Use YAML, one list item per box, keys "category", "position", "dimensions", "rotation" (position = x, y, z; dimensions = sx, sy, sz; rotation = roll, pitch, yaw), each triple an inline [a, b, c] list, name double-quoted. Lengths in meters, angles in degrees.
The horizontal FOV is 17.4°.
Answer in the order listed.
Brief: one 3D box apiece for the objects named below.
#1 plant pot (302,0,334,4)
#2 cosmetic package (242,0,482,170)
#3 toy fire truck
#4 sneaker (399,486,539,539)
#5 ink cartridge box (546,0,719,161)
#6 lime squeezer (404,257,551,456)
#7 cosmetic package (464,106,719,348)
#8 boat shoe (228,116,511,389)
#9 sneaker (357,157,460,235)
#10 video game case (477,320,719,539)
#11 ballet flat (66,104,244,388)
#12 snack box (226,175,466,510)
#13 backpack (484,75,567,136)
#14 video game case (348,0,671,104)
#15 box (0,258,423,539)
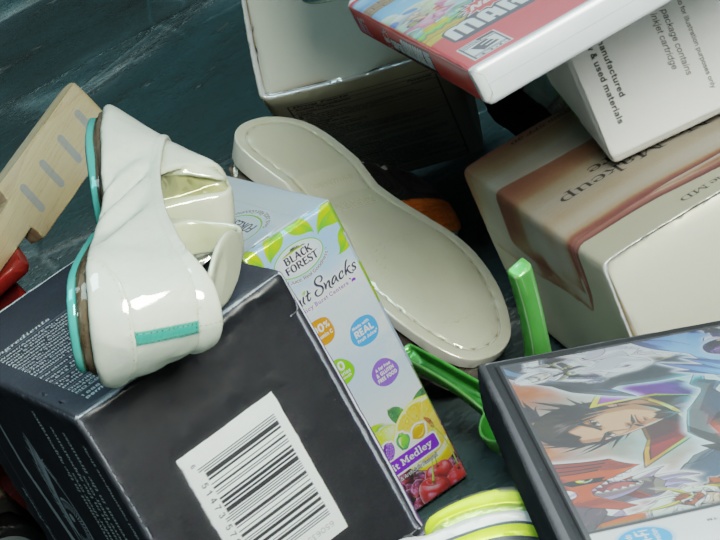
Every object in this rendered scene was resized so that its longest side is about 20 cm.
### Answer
- category: "plant pot"
  position: [0.017, -0.258, 1.085]
  dimensions: [0.199, 0.197, 0.200]
  rotation: [-26, 15, 7]
- category: "cosmetic package"
  position: [0.003, -0.119, 1.302]
  dimensions: [0.102, 0.088, 0.200]
  rotation: [-13, -13, 5]
- category: "toy fire truck"
  position: [-0.168, 0.028, 1.149]
  dimensions: [0.200, 0.176, 0.129]
  rotation: [-42, 38, 2]
- category: "sneaker"
  position: [-0.003, 0.149, 0.842]
  dimensions: [0.199, 0.074, 0.081]
  rotation: [-30, 22, 2]
- category: "ink cartridge box"
  position: [0.173, -0.142, 1.051]
  dimensions: [0.199, 0.084, 0.145]
  rotation: [-25, 18, 2]
- category: "lime squeezer"
  position: [0.065, 0.042, 0.986]
  dimensions: [0.037, 0.071, 0.200]
  rotation: [-22, -6, -14]
- category: "cosmetic package"
  position: [0.129, -0.013, 1.034]
  dimensions: [0.103, 0.088, 0.200]
  rotation: [-29, 19, -7]
- category: "boat shoe"
  position: [0.000, 0.000, 1.156]
  dimensions: [0.071, 0.060, 0.200]
  rotation: [-15, 44, -37]
- category: "sneaker"
  position: [-0.042, 0.005, 1.265]
  dimensions: [0.198, 0.092, 0.076]
  rotation: [-13, 47, -19]
- category: "video game case"
  position: [0.145, 0.060, 0.836]
  dimensions: [0.179, 0.026, 0.200]
  rotation: [-11, 19, -3]
- category: "ballet flat"
  position: [-0.078, -0.012, 0.932]
  dimensions: [0.069, 0.070, 0.200]
  rotation: [-26, 23, 8]
- category: "snack box"
  position: [-0.041, 0.029, 1.086]
  dimensions: [0.053, 0.143, 0.200]
  rotation: [-34, 20, -17]
- category: "backpack"
  position: [0.164, -0.158, 1.238]
  dimensions: [0.200, 0.126, 0.167]
  rotation: [-49, 9, 42]
- category: "video game case"
  position: [0.081, -0.125, 0.970]
  dimensions: [0.142, 0.018, 0.200]
  rotation: [-30, 18, -6]
- category: "box"
  position: [-0.079, 0.078, 1.008]
  dimensions: [0.104, 0.149, 0.200]
  rotation: [-35, 20, -18]
